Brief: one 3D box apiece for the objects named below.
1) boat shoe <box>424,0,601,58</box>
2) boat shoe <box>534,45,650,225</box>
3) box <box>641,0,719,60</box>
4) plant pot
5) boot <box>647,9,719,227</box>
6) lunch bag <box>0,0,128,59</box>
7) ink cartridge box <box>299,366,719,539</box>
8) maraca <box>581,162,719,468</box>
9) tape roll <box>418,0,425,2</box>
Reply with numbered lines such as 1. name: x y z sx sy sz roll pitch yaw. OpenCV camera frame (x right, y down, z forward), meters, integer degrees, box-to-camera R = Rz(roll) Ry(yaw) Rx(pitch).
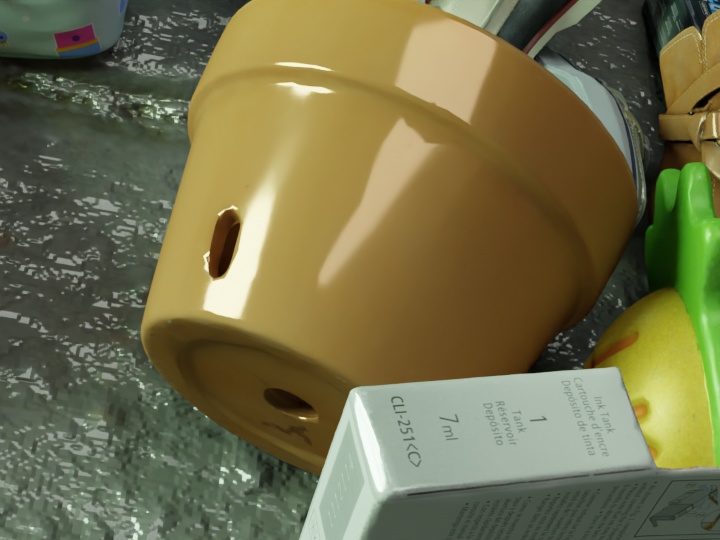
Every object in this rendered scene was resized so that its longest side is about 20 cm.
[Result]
1. boat shoe: 0.059 -0.124 0.757 0.200 0.071 0.063 -45 109 -1
2. boat shoe: 0.115 -0.068 0.747 0.062 0.072 0.200 14 26 -13
3. box: 0.253 -0.108 0.837 0.158 0.046 0.201 10 36 -7
4. plant pot: 0.000 0.000 0.623 0.199 0.200 0.141 24 65 5
5. boot: 0.201 -0.053 0.656 0.073 0.199 0.156 8 76 -37
6. lunch bag: -0.199 -0.203 0.794 0.159 0.077 0.201 5 51 -12
7. ink cartridge box: 0.063 0.110 0.531 0.175 0.201 0.045 -2 51 -17
8. maraca: 0.137 0.057 0.614 0.106 0.137 0.202 -2 90 -4
9. tape roll: 0.036 -0.194 0.772 0.199 0.201 0.066 -26 61 -32
